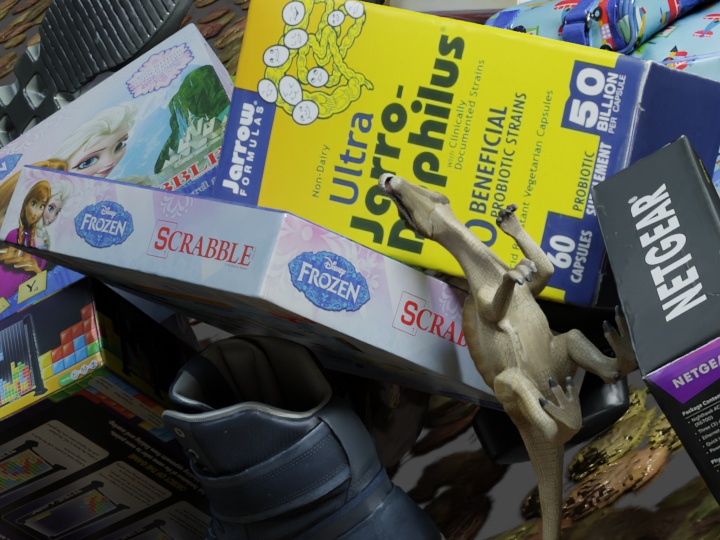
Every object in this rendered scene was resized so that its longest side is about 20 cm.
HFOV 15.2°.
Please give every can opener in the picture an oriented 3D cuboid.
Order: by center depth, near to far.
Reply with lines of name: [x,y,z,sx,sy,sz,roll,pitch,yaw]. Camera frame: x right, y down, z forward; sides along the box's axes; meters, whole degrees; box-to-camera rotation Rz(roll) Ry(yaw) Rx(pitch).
can opener: [0.141,0.026,1.280,0.199,0.079,0.063,-26,-18,8]

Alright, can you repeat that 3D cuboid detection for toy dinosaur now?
toy dinosaur: [0.073,0.044,1.120,0.058,0.201,0.101,-21,3,-26]

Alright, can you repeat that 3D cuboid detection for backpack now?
backpack: [0.180,-0.089,1.297,0.182,0.135,0.199,-21,8,-38]

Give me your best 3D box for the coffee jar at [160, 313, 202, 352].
coffee jar: [-0.175,0.095,1.449,0.199,0.105,0.085,-22,3,13]

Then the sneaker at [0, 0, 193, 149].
sneaker: [-0.144,-0.118,1.567,0.088,0.074,0.200,7,-41,-46]

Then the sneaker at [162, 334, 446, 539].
sneaker: [-0.064,0.107,1.249,0.202,0.147,0.077,-19,25,38]

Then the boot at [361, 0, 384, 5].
boot: [-0.037,-0.099,1.638,0.065,0.201,0.165,7,6,-18]

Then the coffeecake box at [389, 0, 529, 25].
coffeecake box: [0.140,-0.172,1.556,0.199,0.074,0.153,5,2,-28]

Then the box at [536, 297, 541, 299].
box: [0.082,-0.059,1.495,0.095,0.100,0.200,-34,18,-5]

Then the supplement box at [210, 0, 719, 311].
supplement box: [0.049,-0.055,1.212,0.199,0.110,0.109,14,4,28]

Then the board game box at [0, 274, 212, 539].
board game box: [-0.140,0.095,1.319,0.165,0.200,0.057,-25,55,19]

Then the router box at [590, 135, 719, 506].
router box: [0.152,0.050,1.040,0.051,0.150,0.200,-29,19,10]

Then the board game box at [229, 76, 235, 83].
board game box: [-0.132,-0.027,1.562,0.200,0.045,0.134,-48,17,-11]

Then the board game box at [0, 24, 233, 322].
board game box: [-0.143,-0.026,1.425,0.199,0.041,0.200,-33,31,2]

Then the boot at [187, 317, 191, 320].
boot: [-0.142,0.052,1.615,0.198,0.073,0.163,-21,24,46]

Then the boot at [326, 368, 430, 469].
boot: [0.000,0.000,1.428,0.064,0.188,0.200,9,5,-17]

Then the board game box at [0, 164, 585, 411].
board game box: [-0.031,0.011,1.233,0.199,0.199,0.041,12,81,48]
